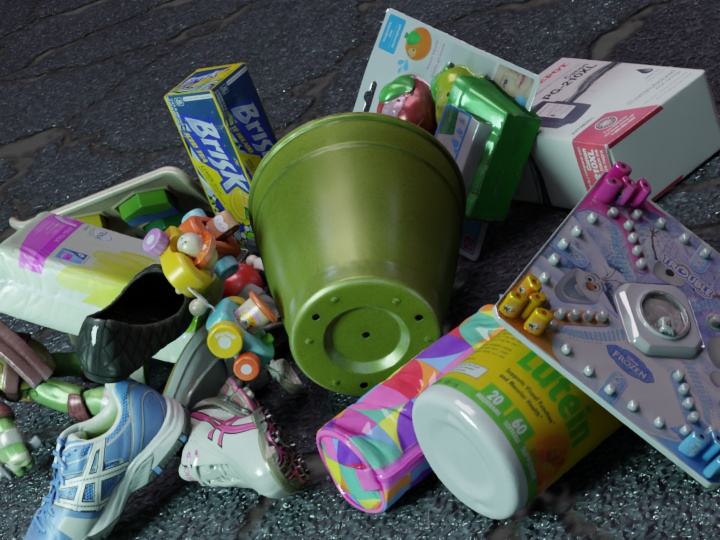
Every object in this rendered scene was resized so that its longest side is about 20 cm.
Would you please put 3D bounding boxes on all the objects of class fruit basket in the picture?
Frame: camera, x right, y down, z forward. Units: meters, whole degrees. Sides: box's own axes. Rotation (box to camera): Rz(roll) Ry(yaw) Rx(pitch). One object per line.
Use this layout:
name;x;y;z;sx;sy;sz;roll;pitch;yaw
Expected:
fruit basket;0.063;-0.132;1.725;0.199;0.186;0.094;29;16;30

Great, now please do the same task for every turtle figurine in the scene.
turtle figurine;-0.294;0.130;1.676;0.192;0.202;0.144;0;4;3

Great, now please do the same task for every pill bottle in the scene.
pill bottle;0.144;0.084;1.347;0.200;0.112;0.111;-36;28;-26

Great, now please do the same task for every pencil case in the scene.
pencil case;0.060;0.104;1.417;0.200;0.089;0.088;-36;28;-23

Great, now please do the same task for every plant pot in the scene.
plant pot;0.000;0.000;1.575;0.199;0.201;0.194;-17;37;11

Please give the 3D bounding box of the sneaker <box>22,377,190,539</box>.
sneaker;-0.228;0.173;1.482;0.200;0.077;0.076;-53;26;-10

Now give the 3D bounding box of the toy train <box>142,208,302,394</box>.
toy train;-0.109;0.010;1.577;0.056;0.150;0.200;-42;65;17

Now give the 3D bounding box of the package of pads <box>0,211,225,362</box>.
package of pads;-0.232;0.014;1.678;0.199;0.069;0.155;17;15;2

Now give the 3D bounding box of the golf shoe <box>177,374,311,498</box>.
golf shoe;-0.100;0.153;1.476;0.092;0.073;0.200;-37;17;-7

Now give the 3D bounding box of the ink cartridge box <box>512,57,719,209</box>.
ink cartridge box;0.224;-0.130;1.743;0.144;0.085;0.199;-36;28;-27

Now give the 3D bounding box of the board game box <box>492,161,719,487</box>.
board game box;0.221;0.032;1.322;0.200;0.200;0.026;-47;-8;-42

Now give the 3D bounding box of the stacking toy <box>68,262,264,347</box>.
stacking toy;-0.189;0.032;1.793;0.199;0.086;0.086;-6;28;18

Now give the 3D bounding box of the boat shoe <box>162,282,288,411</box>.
boat shoe;-0.114;0.081;1.623;0.069;0.071;0.200;27;39;9

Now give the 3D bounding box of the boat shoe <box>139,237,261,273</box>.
boat shoe;-0.191;-0.007;1.869;0.200;0.066;0.072;-4;33;39

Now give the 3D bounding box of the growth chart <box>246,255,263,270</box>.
growth chart;-0.015;-0.035;1.808;0.144;0.018;0.200;3;26;39

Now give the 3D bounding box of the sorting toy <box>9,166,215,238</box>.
sorting toy;-0.249;-0.048;1.935;0.199;0.037;0.185;-16;-16;10

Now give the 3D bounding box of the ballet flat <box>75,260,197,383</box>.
ballet flat;-0.180;0.032;1.523;0.066;0.057;0.200;16;26;8

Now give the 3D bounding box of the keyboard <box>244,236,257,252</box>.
keyboard;-0.012;-0.058;1.812;0.199;0.021;0.127;-29;25;-34

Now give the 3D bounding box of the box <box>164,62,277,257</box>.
box;-0.122;-0.107;1.850;0.070;0.201;0.064;-2;31;38
